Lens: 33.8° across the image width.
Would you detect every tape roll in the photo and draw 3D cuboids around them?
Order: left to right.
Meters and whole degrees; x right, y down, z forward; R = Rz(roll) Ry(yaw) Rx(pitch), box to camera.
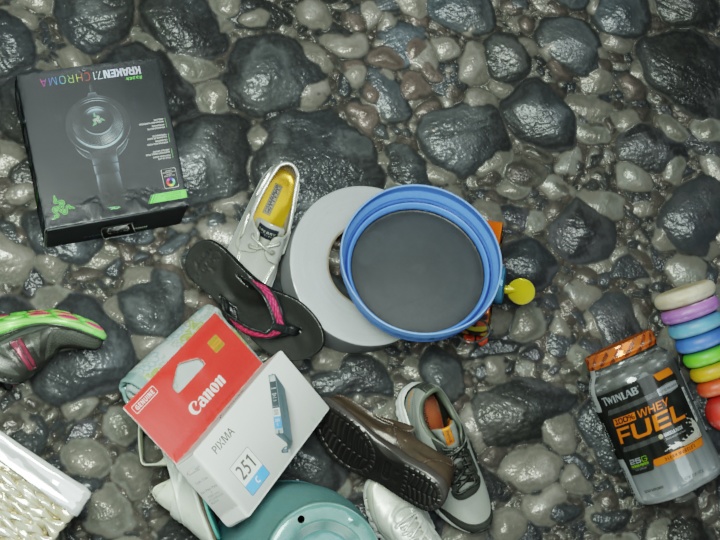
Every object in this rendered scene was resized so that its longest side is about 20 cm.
[{"bbox_3d":[0.000,0.000,1.490,0.197,0.066,0.204,4,76,-15],"label":"tape roll"}]

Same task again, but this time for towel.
[{"bbox_3d":[-0.165,0.159,1.380,0.201,0.048,0.171,50,39,-4],"label":"towel"}]

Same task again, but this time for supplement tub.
[{"bbox_3d":[0.372,0.187,1.528,0.121,0.122,0.203,-22,84,-20],"label":"supplement tub"}]

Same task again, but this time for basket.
[{"bbox_3d":[-0.405,0.239,1.279,0.199,0.136,0.124,35,72,-6],"label":"basket"}]

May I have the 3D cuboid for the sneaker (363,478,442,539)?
[{"bbox_3d":[0.073,0.331,1.429,0.074,0.081,0.202,-29,86,-18],"label":"sneaker"}]

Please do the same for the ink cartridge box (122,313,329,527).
[{"bbox_3d":[-0.145,0.155,1.333,0.177,0.045,0.200,49,40,-7],"label":"ink cartridge box"}]

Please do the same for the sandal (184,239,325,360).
[{"bbox_3d":[-0.131,0.042,1.414,0.199,0.045,0.075,38,101,1],"label":"sandal"}]

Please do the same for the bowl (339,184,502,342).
[{"bbox_3d":[0.071,-0.007,1.432,0.197,0.040,0.204,3,63,-6],"label":"bowl"}]

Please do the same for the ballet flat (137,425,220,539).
[{"bbox_3d":[-0.219,0.230,1.377,0.068,0.070,0.203,-15,75,-19],"label":"ballet flat"}]

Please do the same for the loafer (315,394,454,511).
[{"bbox_3d":[0.030,0.215,1.433,0.199,0.074,0.071,34,36,18],"label":"loafer"}]

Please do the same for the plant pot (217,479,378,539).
[{"bbox_3d":[-0.061,0.334,1.330,0.197,0.188,0.204,4,77,-16],"label":"plant pot"}]

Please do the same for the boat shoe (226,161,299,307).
[{"bbox_3d":[-0.120,-0.041,1.460,0.070,0.070,0.203,23,76,-9],"label":"boat shoe"}]

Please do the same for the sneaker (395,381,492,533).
[{"bbox_3d":[0.107,0.231,1.462,0.073,0.079,0.202,-25,87,-22],"label":"sneaker"}]

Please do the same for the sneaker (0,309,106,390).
[{"bbox_3d":[-0.391,0.092,1.359,0.197,0.077,0.085,-7,97,-15],"label":"sneaker"}]

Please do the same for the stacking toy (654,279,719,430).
[{"bbox_3d":[0.465,0.120,1.600,0.084,0.085,0.203,-17,89,-19],"label":"stacking toy"}]

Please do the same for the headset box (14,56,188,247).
[{"bbox_3d":[-0.309,-0.134,1.415,0.171,0.093,0.203,-10,81,-18],"label":"headset box"}]

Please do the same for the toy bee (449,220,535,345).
[{"bbox_3d":[0.144,0.038,1.519,0.130,0.110,0.200,25,55,23],"label":"toy bee"}]
